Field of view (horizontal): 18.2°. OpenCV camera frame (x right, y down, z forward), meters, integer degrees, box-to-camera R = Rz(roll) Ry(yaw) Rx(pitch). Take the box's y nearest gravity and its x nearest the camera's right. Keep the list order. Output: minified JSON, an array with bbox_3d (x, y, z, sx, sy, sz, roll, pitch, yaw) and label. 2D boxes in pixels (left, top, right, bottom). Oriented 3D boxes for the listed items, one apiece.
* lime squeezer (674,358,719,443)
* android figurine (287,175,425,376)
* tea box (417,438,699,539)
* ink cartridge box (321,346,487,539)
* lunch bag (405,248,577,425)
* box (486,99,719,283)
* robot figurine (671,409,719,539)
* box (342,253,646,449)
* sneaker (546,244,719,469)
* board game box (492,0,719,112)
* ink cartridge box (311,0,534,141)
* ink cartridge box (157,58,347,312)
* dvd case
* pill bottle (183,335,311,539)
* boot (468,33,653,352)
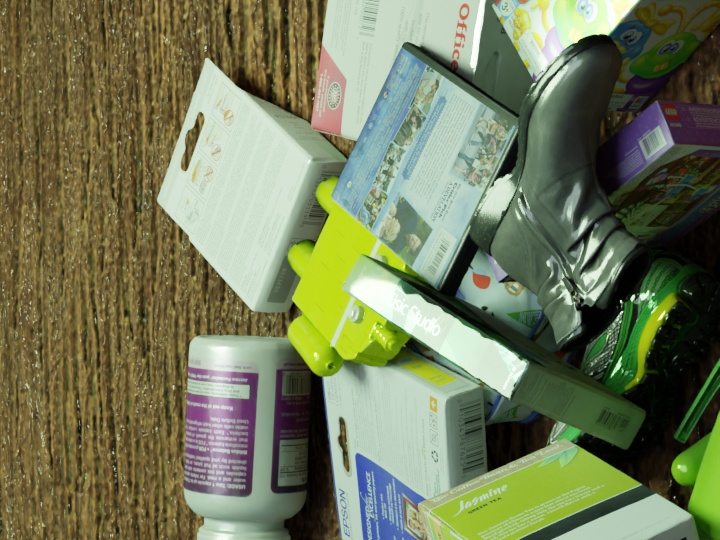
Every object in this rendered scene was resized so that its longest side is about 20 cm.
[{"bbox_3d":[0.289,0.048,1.600,0.200,0.038,0.071,-48,39,42],"label":"lime squeezer"},{"bbox_3d":[0.000,0.000,1.828,0.183,0.041,0.200,-64,31,15],"label":"android figurine"},{"bbox_3d":[0.158,0.255,1.595,0.197,0.133,0.201,29,138,66],"label":"tea box"},{"bbox_3d":[0.039,0.162,1.849,0.200,0.047,0.199,29,129,57],"label":"ink cartridge box"},{"bbox_3d":[0.094,0.021,1.812,0.200,0.075,0.161,51,130,38],"label":"lunch bag"},{"bbox_3d":[0.202,-0.054,1.637,0.200,0.136,0.039,-40,61,41],"label":"box"},{"bbox_3d":[0.290,0.150,1.541,0.175,0.115,0.201,30,111,45],"label":"robot figurine"},{"bbox_3d":[0.096,0.058,1.640,0.200,0.144,0.036,31,95,45],"label":"box"},{"bbox_3d":[0.200,0.072,1.694,0.200,0.078,0.085,-58,41,19],"label":"sneaker"},{"bbox_3d":[0.209,-0.222,1.659,0.200,0.105,0.103,-50,54,37],"label":"board game box"},{"bbox_3d":[0.057,-0.169,1.854,0.200,0.083,0.147,18,102,49],"label":"ink cartridge box"},{"bbox_3d":[-0.103,-0.080,2.074,0.200,0.050,0.161,47,123,45],"label":"ink cartridge box"},{"bbox_3d":[0.053,-0.082,1.731,0.143,0.017,0.200,-64,33,11],"label":"dvd case"},{"bbox_3d":[-0.102,0.160,2.008,0.112,0.112,0.201,3,91,50],"label":"pill bottle"},{"bbox_3d":[0.160,-0.051,1.541,0.132,0.070,0.201,50,136,33],"label":"boot"}]
